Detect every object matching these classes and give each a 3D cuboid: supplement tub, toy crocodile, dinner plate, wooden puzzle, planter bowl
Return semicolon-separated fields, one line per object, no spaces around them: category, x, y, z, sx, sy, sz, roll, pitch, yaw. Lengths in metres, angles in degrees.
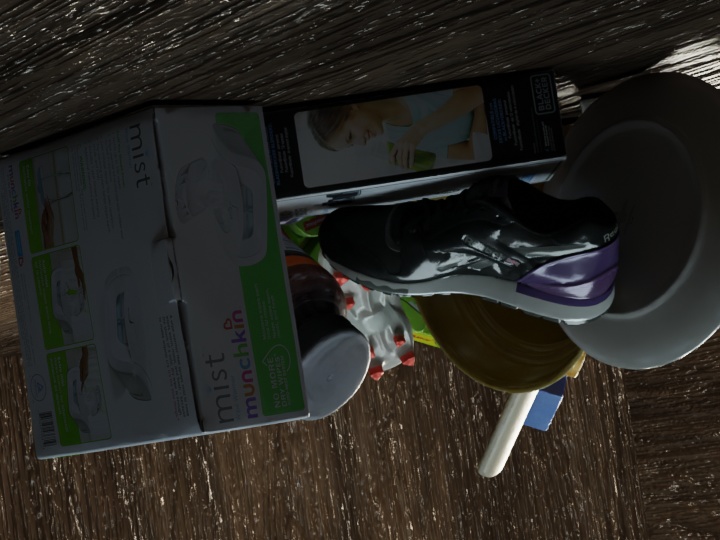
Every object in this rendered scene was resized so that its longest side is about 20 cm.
supplement tub;-0.082;0.019;1.390;0.107;0.107;0.200;-4;-146;-44
toy crocodile;-0.028;-0.012;1.627;0.200;0.062;0.067;42;165;-21
dinner plate;0.184;-0.035;1.369;0.024;0.201;0.200;11;164;-39
wooden puzzle;0.159;0.051;1.676;0.046;0.201;0.186;20;142;2
planter bowl;0.131;-0.015;1.531;0.083;0.202;0.200;-11;179;-41

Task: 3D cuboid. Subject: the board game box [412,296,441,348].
board game box;0.041;0.002;1.709;0.199;0.102;0.048;16;169;-3

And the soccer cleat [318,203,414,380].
soccer cleat;0.000;0.000;1.526;0.069;0.078;0.200;-19;141;-7

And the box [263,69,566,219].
box;0.030;-0.081;1.362;0.199;0.060;0.117;-8;175;-3

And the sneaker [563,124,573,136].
sneaker;0.094;-0.055;1.623;0.199;0.090;0.067;-10;175;27

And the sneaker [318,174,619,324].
sneaker;0.072;-0.032;1.344;0.199;0.088;0.076;8;-139;8

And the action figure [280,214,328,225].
action figure;-0.044;-0.053;1.525;0.199;0.070;0.130;-13;158;2

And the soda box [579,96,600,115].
soda box;0.208;-0.091;1.544;0.068;0.064;0.200;-10;176;10

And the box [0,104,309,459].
box;-0.136;0.009;1.302;0.096;0.201;0.176;-5;174;-45
